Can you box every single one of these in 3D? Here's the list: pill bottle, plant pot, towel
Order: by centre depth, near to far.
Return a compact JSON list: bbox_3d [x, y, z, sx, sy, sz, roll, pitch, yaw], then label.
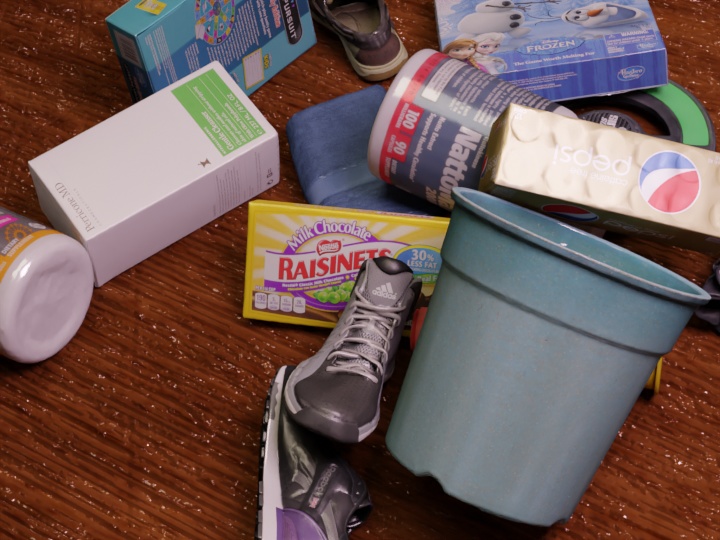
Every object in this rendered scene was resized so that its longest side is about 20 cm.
[{"bbox_3d":[0.121,0.066,1.179,0.200,0.200,0.196,29,100,30],"label":"plant pot"},{"bbox_3d":[0.118,-0.095,1.355,0.200,0.120,0.120,25,57,15],"label":"pill bottle"},{"bbox_3d":[-0.340,-0.005,1.405,0.200,0.116,0.116,21,56,26],"label":"pill bottle"},{"bbox_3d":[0.005,-0.077,1.453,0.112,0.049,0.200,-17,49,-4],"label":"towel"}]

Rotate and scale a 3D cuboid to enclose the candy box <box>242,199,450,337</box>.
[{"bbox_3d":[0.000,0.000,1.357,0.200,0.102,0.026,6,7,15],"label":"candy box"}]

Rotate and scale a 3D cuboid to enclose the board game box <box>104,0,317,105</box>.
[{"bbox_3d":[-0.137,-0.227,1.543,0.047,0.151,0.200,31,60,32],"label":"board game box"}]

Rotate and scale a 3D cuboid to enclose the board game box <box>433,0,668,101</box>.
[{"bbox_3d":[0.173,-0.224,1.529,0.200,0.043,0.199,-8,34,4],"label":"board game box"}]

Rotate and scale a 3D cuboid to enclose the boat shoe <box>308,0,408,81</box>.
[{"bbox_3d":[-0.010,-0.269,1.613,0.073,0.065,0.200,-26,49,-11],"label":"boat shoe"}]

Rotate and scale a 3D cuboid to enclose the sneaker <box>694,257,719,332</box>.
[{"bbox_3d":[0.302,-0.008,1.317,0.140,0.078,0.200,-23,48,-11],"label":"sneaker"}]

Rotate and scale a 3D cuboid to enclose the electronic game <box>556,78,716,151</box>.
[{"bbox_3d":[0.216,-0.112,1.450,0.200,0.042,0.200,-5,48,6],"label":"electronic game"}]

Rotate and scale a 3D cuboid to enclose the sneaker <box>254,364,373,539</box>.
[{"bbox_3d":[-0.035,0.165,1.244,0.088,0.076,0.200,5,52,-5],"label":"sneaker"}]

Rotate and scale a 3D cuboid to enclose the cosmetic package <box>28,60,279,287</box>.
[{"bbox_3d":[-0.183,-0.088,1.460,0.200,0.085,0.108,-32,65,-19],"label":"cosmetic package"}]

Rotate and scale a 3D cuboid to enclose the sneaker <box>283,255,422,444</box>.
[{"bbox_3d":[0.000,0.047,1.244,0.075,0.116,0.200,21,19,2],"label":"sneaker"}]

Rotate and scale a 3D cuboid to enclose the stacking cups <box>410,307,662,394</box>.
[{"bbox_3d":[0.141,0.054,1.292,0.200,0.061,0.061,8,51,11],"label":"stacking cups"}]

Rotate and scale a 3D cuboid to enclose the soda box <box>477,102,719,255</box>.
[{"bbox_3d":[0.197,-0.070,1.257,0.200,0.064,0.068,13,80,-6],"label":"soda box"}]
